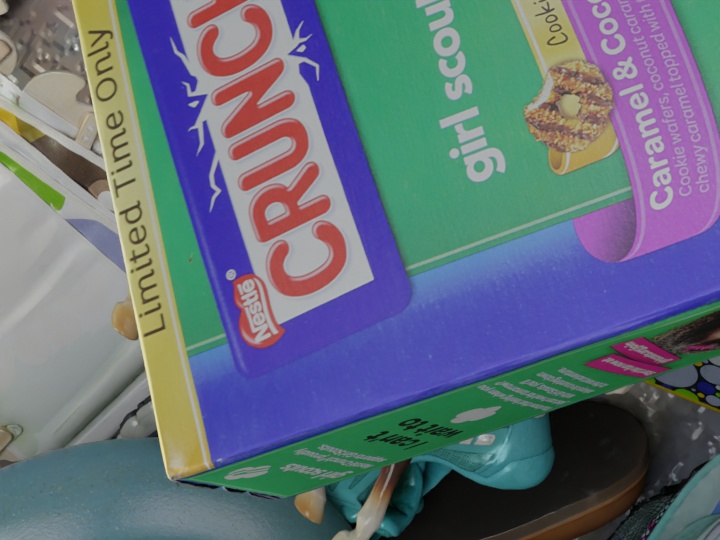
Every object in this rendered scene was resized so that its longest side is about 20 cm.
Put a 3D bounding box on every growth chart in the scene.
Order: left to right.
[{"bbox_3d":[-0.140,-0.013,0.833,0.145,0.018,0.200,-37,109,15],"label":"growth chart"}]

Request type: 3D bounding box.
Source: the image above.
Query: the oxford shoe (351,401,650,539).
[{"bbox_3d":[0.019,0.107,0.823,0.199,0.071,0.071,-24,120,16],"label":"oxford shoe"}]

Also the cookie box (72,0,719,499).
[{"bbox_3d":[0.032,-0.048,0.606,0.199,0.075,0.172,-20,71,19],"label":"cookie box"}]

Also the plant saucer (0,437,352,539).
[{"bbox_3d":[-0.081,0.148,0.745,0.199,0.027,0.201,-9,120,-16],"label":"plant saucer"}]

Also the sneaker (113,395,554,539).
[{"bbox_3d":[-0.014,0.058,0.778,0.200,0.077,0.080,-20,90,47],"label":"sneaker"}]

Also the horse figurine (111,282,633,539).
[{"bbox_3d":[0.000,0.000,0.691,0.133,0.050,0.200,-53,45,6],"label":"horse figurine"}]

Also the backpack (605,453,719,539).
[{"bbox_3d":[0.109,0.178,0.720,0.200,0.153,0.176,-45,84,-5],"label":"backpack"}]

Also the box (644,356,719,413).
[{"bbox_3d":[0.072,-0.020,0.766,0.199,0.064,0.070,22,142,13],"label":"box"}]
